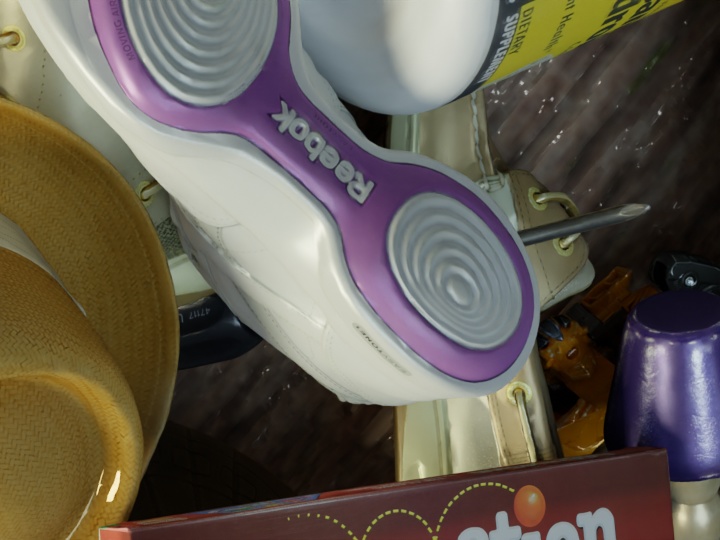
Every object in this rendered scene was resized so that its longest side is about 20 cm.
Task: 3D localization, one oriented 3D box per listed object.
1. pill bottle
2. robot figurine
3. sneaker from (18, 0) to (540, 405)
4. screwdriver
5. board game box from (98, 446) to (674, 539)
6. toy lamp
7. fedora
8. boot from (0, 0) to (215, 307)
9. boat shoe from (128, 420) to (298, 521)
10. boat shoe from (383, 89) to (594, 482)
[{"bbox_3d":[0.066,-0.129,0.734,0.199,0.112,0.113,-26,118,-33],"label":"pill bottle"},{"bbox_3d":[0.115,0.083,0.879,0.145,0.058,0.200,-42,119,-4],"label":"robot figurine"},{"bbox_3d":[-0.041,-0.034,0.689,0.200,0.099,0.075,50,60,-10],"label":"sneaker"},{"bbox_3d":[0.000,0.000,0.755,0.199,0.029,0.028,-19,135,26],"label":"screwdriver"},{"bbox_3d":[0.017,0.113,0.712,0.199,0.019,0.104,-5,89,-36],"label":"board game box"},{"bbox_3d":[0.113,0.102,0.822,0.058,0.058,0.201,-14,117,-18],"label":"toy lamp"},{"bbox_3d":[-0.124,0.046,0.656,0.200,0.082,0.202,-16,120,-29],"label":"fedora"},{"bbox_3d":[-0.113,-0.050,0.726,0.199,0.073,0.156,-21,116,-16],"label":"boot"},{"bbox_3d":[-0.103,0.088,0.793,0.199,0.072,0.065,16,137,-27],"label":"boat shoe"},{"bbox_3d":[0.043,0.002,0.789,0.066,0.074,0.202,-2,96,6],"label":"boat shoe"}]
